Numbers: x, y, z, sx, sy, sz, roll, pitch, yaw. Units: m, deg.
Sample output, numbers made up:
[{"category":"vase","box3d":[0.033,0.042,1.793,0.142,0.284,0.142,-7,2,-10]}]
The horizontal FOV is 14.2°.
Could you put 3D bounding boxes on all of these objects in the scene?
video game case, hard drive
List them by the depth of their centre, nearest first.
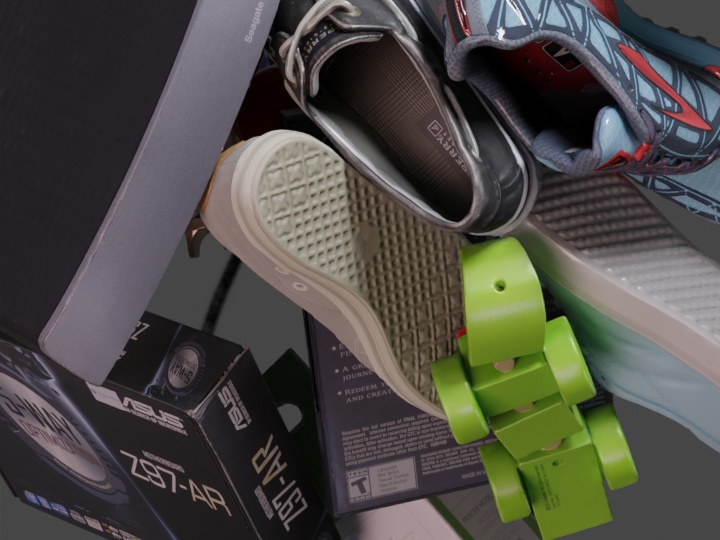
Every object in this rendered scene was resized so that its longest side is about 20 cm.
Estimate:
[{"category":"hard drive","box3d":[-0.123,-0.066,1.245,0.135,0.042,0.200,28,96,33]},{"category":"video game case","box3d":[0.043,0.008,1.332,0.143,0.019,0.200,-12,112,-12]}]

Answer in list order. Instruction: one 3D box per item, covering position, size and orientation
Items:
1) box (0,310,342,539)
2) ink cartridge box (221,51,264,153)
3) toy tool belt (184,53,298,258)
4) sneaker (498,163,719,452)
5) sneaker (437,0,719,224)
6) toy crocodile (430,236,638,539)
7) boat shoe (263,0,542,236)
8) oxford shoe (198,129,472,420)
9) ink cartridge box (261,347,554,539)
[{"category":"box","box3d":[-0.113,0.076,1.387,0.200,0.044,0.160,19,147,35]},{"category":"ink cartridge box","box3d":[-0.131,-0.138,1.335,0.200,0.161,0.050,8,154,29]},{"category":"toy tool belt","box3d":[-0.089,-0.067,1.387,0.200,0.123,0.125,-10,93,20]},{"category":"sneaker","box3d":[0.114,0.019,1.304,0.200,0.074,0.082,39,130,-4]},{"category":"sneaker","box3d":[0.104,-0.064,1.241,0.200,0.096,0.079,34,132,-23]},{"category":"toy crocodile","box3d":[0.077,0.060,1.298,0.067,0.062,0.200,-20,143,6]},{"category":"boat shoe","box3d":[-0.001,-0.095,1.236,0.200,0.071,0.072,44,107,12]},{"category":"oxford shoe","box3d":[0.000,0.000,1.279,0.058,0.075,0.200,9,156,47]},{"category":"ink cartridge box","box3d":[0.016,0.129,1.435,0.200,0.059,0.104,48,128,2]}]
